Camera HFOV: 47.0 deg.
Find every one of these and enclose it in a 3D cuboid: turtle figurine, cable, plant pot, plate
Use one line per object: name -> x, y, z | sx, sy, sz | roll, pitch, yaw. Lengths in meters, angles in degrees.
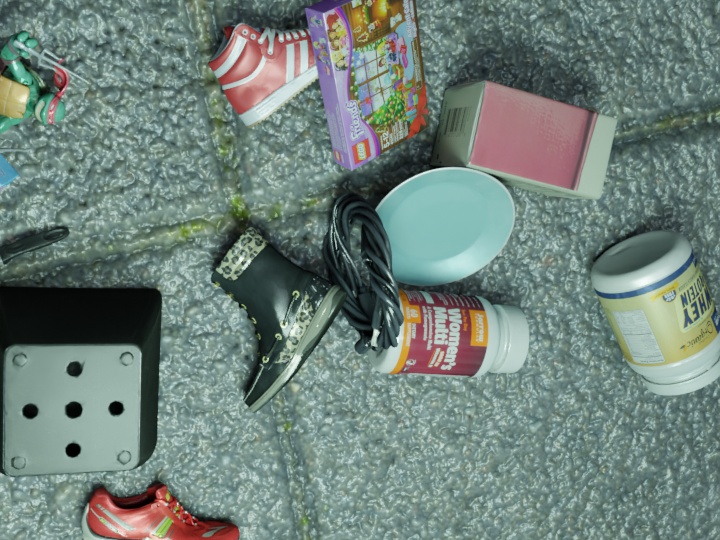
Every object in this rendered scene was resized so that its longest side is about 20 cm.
turtle figurine -> -0.396, -0.191, 0.893 | 0.198, 0.101, 0.151 | 17, 100, -9
cable -> 0.000, 0.000, 1.012 | 0.050, 0.163, 0.203 | -9, 82, -17
plant pot -> -0.318, 0.132, 0.921 | 0.197, 0.177, 0.203 | 2, 97, -18
plate -> 0.102, -0.059, 1.074 | 0.198, 0.026, 0.202 | -6, 134, -7

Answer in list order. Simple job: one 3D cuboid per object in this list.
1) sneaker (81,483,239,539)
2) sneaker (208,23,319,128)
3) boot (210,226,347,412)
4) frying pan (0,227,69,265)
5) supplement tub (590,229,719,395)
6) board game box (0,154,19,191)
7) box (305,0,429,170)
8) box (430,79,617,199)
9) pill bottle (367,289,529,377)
sneaker -> -0.241, 0.310, 1.025 | 0.198, 0.077, 0.086 | 13, 88, -20
sneaker -> -0.091, -0.277, 1.001 | 0.200, 0.071, 0.113 | -40, 110, -8
boot -> -0.126, 0.062, 1.035 | 0.153, 0.073, 0.204 | 37, 111, 3
frying pan -> -0.439, -0.019, 0.934 | 0.115, 0.031, 0.190 | 42, 56, 0
supplement tub -> 0.428, 0.060, 1.180 | 0.144, 0.144, 0.201 | -32, 106, -12
board game box -> -0.452, -0.087, 0.791 | 0.199, 0.040, 0.153 | -34, 105, 16
box -> 0.015, -0.241, 1.002 | 0.136, 0.039, 0.202 | -32, 131, -26
box -> 0.211, -0.168, 1.086 | 0.198, 0.128, 0.110 | 11, 94, -20
pill bottle -> 0.115, 0.085, 1.096 | 0.198, 0.109, 0.111 | 5, 95, -19
